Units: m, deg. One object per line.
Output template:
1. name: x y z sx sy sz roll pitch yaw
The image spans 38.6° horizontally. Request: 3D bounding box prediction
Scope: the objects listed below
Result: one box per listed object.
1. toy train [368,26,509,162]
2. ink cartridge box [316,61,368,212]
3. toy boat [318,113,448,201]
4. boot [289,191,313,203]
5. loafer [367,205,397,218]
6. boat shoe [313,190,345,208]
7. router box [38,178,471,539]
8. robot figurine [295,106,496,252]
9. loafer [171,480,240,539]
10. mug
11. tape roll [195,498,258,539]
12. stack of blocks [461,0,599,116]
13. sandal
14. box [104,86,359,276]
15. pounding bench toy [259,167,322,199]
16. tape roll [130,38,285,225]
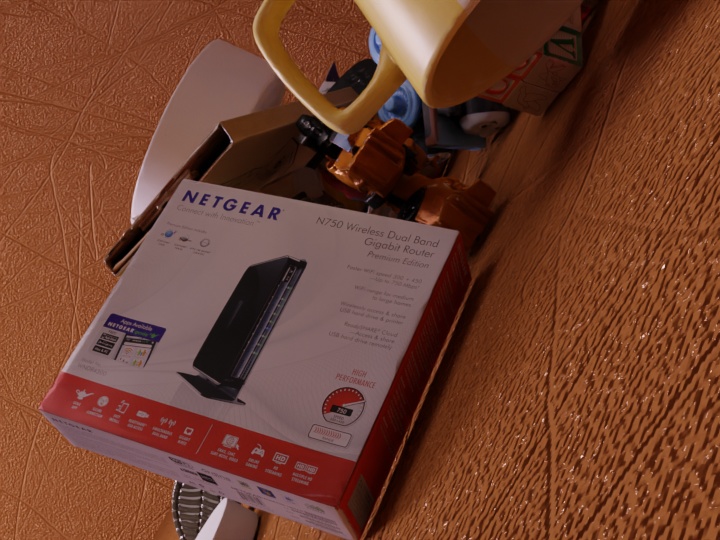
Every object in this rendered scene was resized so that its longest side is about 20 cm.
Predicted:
1. toy train: 0.069 -0.190 0.822 0.114 0.087 0.201 -8 87 44
2. ink cartridge box: -0.015 -0.103 1.159 0.200 0.047 0.198 -65 -34 -45
3. toy boat: 0.038 -0.123 1.079 0.200 0.130 0.131 -66 -22 -43
4. boot: -0.040 0.050 0.692 0.070 0.131 0.200 -53 9 50
5. loafer: 0.000 0.000 0.946 0.200 0.063 0.072 -61 5 -5
6. boat shoe: -0.061 -0.007 1.033 0.070 0.070 0.200 -29 -22 -41
7. router box: -0.059 0.042 0.607 0.180 0.199 0.049 -64 -28 -28
8. robot figurine: 0.025 -0.071 0.738 0.058 0.145 0.200 -54 15 5
9. loafer: -0.148 0.200 1.076 0.067 0.076 0.201 -3 -81 -61
10. mug: 0.029 -0.185 0.559 0.186 0.153 0.149 -38 -12 -15
11. tape roll: -0.157 0.308 0.949 0.203 0.037 0.203 -61 5 10
12. stack of blocks: 0.111 -0.209 0.711 0.059 0.115 0.201 128 152 -56
13. sandal: -0.057 -0.134 0.995 0.200 0.045 0.075 -48 41 6
14. box: -0.097 -0.075 0.824 0.163 0.021 0.200 -43 -6 31
15. pounding bench toy: -0.061 0.035 0.812 0.124 0.156 0.200 -13 32 54
16. tape roll: -0.142 -0.113 0.978 0.202 0.071 0.203 -155 90 -89
